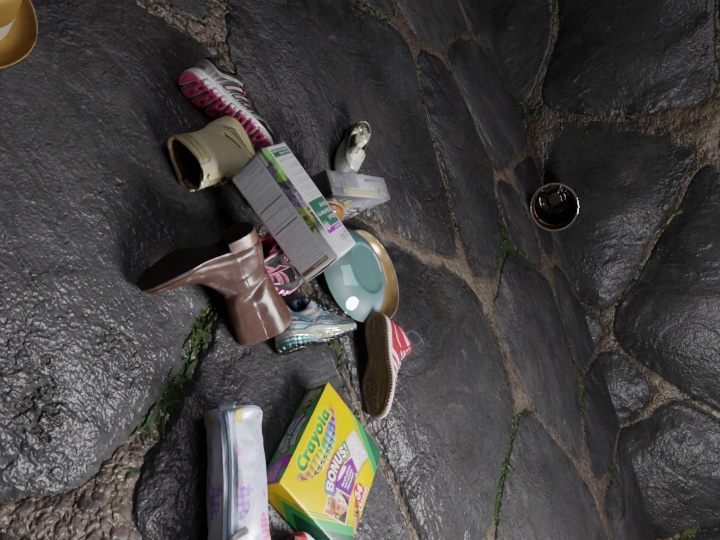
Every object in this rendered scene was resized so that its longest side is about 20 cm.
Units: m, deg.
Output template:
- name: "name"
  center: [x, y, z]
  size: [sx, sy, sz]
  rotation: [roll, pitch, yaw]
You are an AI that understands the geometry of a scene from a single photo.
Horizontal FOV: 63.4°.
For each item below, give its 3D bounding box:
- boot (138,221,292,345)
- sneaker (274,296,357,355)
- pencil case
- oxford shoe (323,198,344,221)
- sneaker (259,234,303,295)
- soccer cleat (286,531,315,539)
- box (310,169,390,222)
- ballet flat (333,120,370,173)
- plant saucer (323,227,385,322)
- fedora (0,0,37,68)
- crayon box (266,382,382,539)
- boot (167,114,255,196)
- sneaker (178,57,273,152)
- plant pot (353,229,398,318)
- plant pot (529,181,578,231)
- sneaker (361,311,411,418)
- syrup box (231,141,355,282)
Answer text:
- name: "boot"
  center: [-0.204, 0.050, 0.864]
  size: [0.064, 0.184, 0.203]
  rotation: [50, -20, 47]
- name: "sneaker"
  center: [-0.078, 0.085, 1.027]
  size: [0.199, 0.077, 0.088]
  rotation: [-4, 71, -57]
- name: "pencil case"
  center: [-0.166, 0.282, 0.771]
  size: [0.091, 0.081, 0.204]
  rotation: [52, 28, -64]
- name: "oxford shoe"
  center: [-0.071, -0.060, 1.022]
  size: [0.070, 0.200, 0.073]
  rotation: [7, 64, -15]
- name: "sneaker"
  center: [-0.144, -0.017, 0.956]
  size: [0.079, 0.096, 0.199]
  rotation: [52, 25, 22]
- name: "soccer cleat"
  center: [-0.086, 0.469, 0.802]
  size: [0.085, 0.068, 0.203]
  rotation: [38, 38, -32]
- name: "box"
  center: [-0.059, -0.129, 1.101]
  size: [0.199, 0.156, 0.049]
  rotation: [-7, 77, -58]
- name: "ballet flat"
  center: [-0.015, -0.278, 1.340]
  size: [0.067, 0.063, 0.203]
  rotation: [45, 39, -32]
- name: "plant saucer"
  center: [0.000, 0.000, 1.176]
  size: [0.200, 0.038, 0.205]
  rotation: [34, 45, -42]
- name: "fedora"
  center: [-0.466, -0.338, 0.679]
  size: [0.199, 0.081, 0.204]
  rotation: [33, 46, -42]
- name: "crayon box"
  center: [-0.056, 0.317, 0.939]
  size: [0.174, 0.058, 0.201]
  rotation: [55, 34, -20]
- name: "boot"
  center: [-0.214, -0.148, 0.957]
  size: [0.202, 0.072, 0.155]
  rotation: [60, 33, -10]
- name: "sneaker"
  center: [-0.222, -0.296, 1.029]
  size: [0.199, 0.073, 0.089]
  rotation: [40, 48, -31]
- name: "plant pot"
  center: [0.016, 0.013, 1.254]
  size: [0.199, 0.027, 0.204]
  rotation: [33, 47, -42]
- name: "plant pot"
  center: [0.845, -0.293, 2.536]
  size: [0.203, 0.198, 0.198]
  rotation: [64, 25, -6]
- name: "sneaker"
  center: [0.055, 0.193, 1.168]
  size: [0.112, 0.070, 0.205]
  rotation: [29, 59, -59]
- name: "syrup box"
  center: [-0.102, -0.092, 0.917]
  size: [0.201, 0.081, 0.079]
  rotation: [53, 28, -2]
